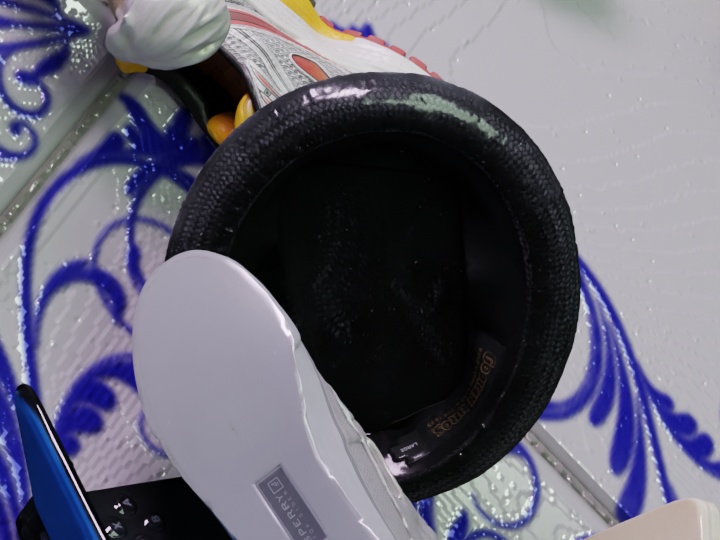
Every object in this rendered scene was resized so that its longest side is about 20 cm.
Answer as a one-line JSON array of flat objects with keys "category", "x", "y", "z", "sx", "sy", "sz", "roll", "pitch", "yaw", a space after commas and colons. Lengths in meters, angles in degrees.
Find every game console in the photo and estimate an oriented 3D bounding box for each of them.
[{"category": "game console", "x": -0.049, "y": 0.143, "z": 1.122, "sx": 0.170, "sy": 0.118, "sz": 0.200, "roll": -6, "pitch": 57, "yaw": -41}]

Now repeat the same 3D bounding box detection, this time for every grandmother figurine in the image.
[{"category": "grandmother figurine", "x": -0.132, "y": -0.165, "z": 1.234, "sx": 0.200, "sy": 0.061, "sz": 0.121, "roll": 47, "pitch": 15, "yaw": 5}]

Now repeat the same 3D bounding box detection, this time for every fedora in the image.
[{"category": "fedora", "x": 0.000, "y": 0.000, "z": 1.252, "sx": 0.200, "sy": 0.201, "sz": 0.092, "roll": 37, "pitch": 11, "yaw": -20}]

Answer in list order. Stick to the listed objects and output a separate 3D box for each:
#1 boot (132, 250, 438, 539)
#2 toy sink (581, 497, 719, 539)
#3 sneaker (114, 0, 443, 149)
[{"category": "boot", "x": -0.023, "y": 0.088, "z": 1.181, "sx": 0.200, "sy": 0.073, "sz": 0.096, "roll": 63, "pitch": 9, "yaw": 19}, {"category": "toy sink", "x": 0.075, "y": 0.194, "z": 1.225, "sx": 0.112, "sy": 0.130, "sz": 0.201, "roll": 18, "pitch": 60, "yaw": -31}, {"category": "sneaker", "x": -0.029, "y": -0.071, "z": 1.309, "sx": 0.200, "sy": 0.078, "sz": 0.082, "roll": 34, "pitch": 56, "yaw": -11}]
